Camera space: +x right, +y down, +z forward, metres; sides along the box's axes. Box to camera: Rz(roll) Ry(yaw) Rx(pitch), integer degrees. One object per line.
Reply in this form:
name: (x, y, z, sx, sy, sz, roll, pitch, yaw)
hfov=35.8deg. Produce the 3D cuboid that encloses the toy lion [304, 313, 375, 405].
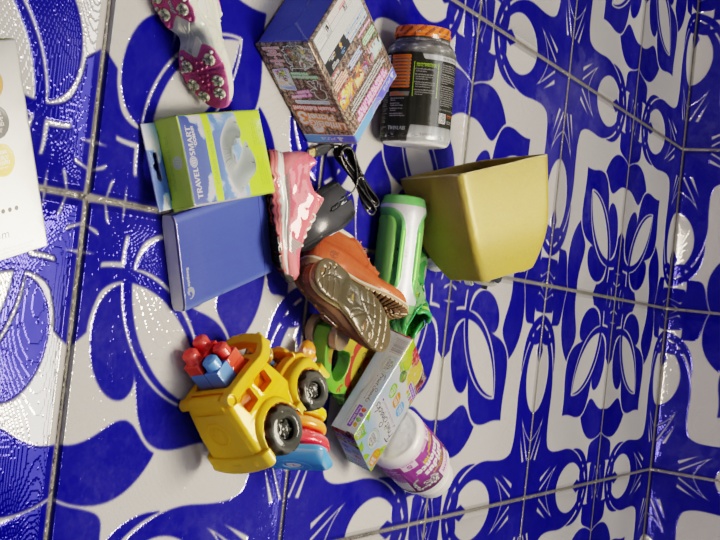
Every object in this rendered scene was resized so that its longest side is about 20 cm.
toy lion: (-0.015, 0.147, 1.859, 0.200, 0.068, 0.193, -25, 123, -54)

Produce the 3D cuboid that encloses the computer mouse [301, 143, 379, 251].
computer mouse: (-0.055, -0.124, 1.732, 0.200, 0.046, 0.141, -30, 97, -37)

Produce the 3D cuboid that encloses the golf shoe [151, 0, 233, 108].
golf shoe: (-0.203, -0.312, 1.466, 0.092, 0.075, 0.201, -57, 140, -42)

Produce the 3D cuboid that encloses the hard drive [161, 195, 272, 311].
hard drive: (-0.196, -0.035, 1.561, 0.200, 0.025, 0.133, -27, 117, -54)

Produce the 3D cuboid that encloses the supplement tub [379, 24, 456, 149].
supplement tub: (0.100, -0.312, 1.909, 0.122, 0.122, 0.201, 3, 93, -58)

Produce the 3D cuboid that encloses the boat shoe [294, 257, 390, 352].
boat shoe: (-0.026, 0.055, 1.718, 0.200, 0.067, 0.072, 47, 52, -32)

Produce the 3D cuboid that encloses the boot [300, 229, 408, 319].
boot: (0.000, 0.000, 1.778, 0.200, 0.075, 0.108, 31, 52, -19)

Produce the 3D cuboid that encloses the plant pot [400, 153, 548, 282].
plant pot: (0.216, -0.088, 1.978, 0.195, 0.194, 0.201, -16, 99, -28)

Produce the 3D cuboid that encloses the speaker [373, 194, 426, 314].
speaker: (0.065, -0.028, 1.929, 0.088, 0.088, 0.201, 11, 86, -58)

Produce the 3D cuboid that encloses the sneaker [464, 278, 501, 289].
sneaker: (0.259, -0.033, 2.252, 0.199, 0.079, 0.130, -35, 124, -51)

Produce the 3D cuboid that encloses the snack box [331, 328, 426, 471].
snack box: (0.035, 0.220, 1.887, 0.200, 0.053, 0.142, -56, 150, -23)

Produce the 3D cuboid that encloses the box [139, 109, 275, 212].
box: (-0.201, -0.150, 1.498, 0.200, 0.048, 0.122, -18, 98, -56)

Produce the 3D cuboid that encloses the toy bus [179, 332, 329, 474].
toy bus: (-0.161, 0.156, 1.570, 0.192, 0.135, 0.200, 59, 43, -22)

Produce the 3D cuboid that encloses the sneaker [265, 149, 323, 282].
sneaker: (-0.093, -0.080, 1.642, 0.086, 0.074, 0.201, -8, 104, -16)

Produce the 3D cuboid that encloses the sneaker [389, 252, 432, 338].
sneaker: (0.095, 0.061, 1.994, 0.074, 0.083, 0.201, 35, 65, -54)

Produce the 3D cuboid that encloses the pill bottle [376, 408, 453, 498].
pill bottle: (0.095, 0.335, 2.008, 0.200, 0.112, 0.113, 51, 52, -48)

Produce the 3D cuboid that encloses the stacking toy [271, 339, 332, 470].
stacking toy: (-0.094, 0.201, 1.707, 0.116, 0.109, 0.201, 75, 18, -66)

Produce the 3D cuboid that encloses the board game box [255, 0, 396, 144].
board game box: (-0.047, -0.319, 1.691, 0.160, 0.097, 0.200, -62, 142, -32)

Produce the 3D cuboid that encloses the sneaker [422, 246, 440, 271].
sneaker: (0.162, -0.088, 2.105, 0.201, 0.070, 0.080, -61, 147, -21)

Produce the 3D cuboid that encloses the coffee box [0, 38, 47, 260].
coffee box: (-0.435, -0.100, 0.997, 0.199, 0.199, 0.199, -25, 115, -55)
